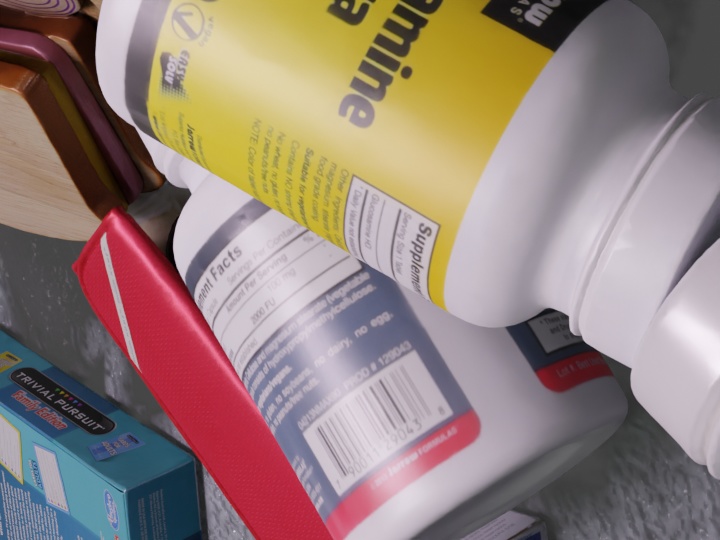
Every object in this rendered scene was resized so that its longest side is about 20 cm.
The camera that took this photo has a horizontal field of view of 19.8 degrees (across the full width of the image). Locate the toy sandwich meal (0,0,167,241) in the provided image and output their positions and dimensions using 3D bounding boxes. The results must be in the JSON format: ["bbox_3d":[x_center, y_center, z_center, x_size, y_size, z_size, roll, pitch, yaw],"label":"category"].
[{"bbox_3d":[-0.170,-0.092,0.870,0.204,0.071,0.205,21,158,9],"label":"toy sandwich meal"}]

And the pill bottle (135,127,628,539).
[{"bbox_3d":[0.000,0.000,0.769,0.201,0.119,0.120,59,145,14],"label":"pill bottle"}]

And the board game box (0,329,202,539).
[{"bbox_3d":[-0.159,0.135,1.124,0.200,0.047,0.152,27,129,44],"label":"board game box"}]

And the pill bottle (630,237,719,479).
[{"bbox_3d":[0.174,0.071,0.575,0.200,0.114,0.115,47,140,27],"label":"pill bottle"}]

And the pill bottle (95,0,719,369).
[{"bbox_3d":[0.024,-0.054,0.652,0.199,0.112,0.113,30,134,16],"label":"pill bottle"}]

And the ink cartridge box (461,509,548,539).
[{"bbox_3d":[0.018,0.187,0.917,0.199,0.043,0.198,9,115,50],"label":"ink cartridge box"}]

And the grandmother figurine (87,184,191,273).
[{"bbox_3d":[-0.052,0.017,0.902,0.200,0.060,0.122,34,139,38],"label":"grandmother figurine"}]

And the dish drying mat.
[{"bbox_3d":[-0.054,0.067,0.868,0.201,0.018,0.077,55,149,4],"label":"dish drying mat"}]
